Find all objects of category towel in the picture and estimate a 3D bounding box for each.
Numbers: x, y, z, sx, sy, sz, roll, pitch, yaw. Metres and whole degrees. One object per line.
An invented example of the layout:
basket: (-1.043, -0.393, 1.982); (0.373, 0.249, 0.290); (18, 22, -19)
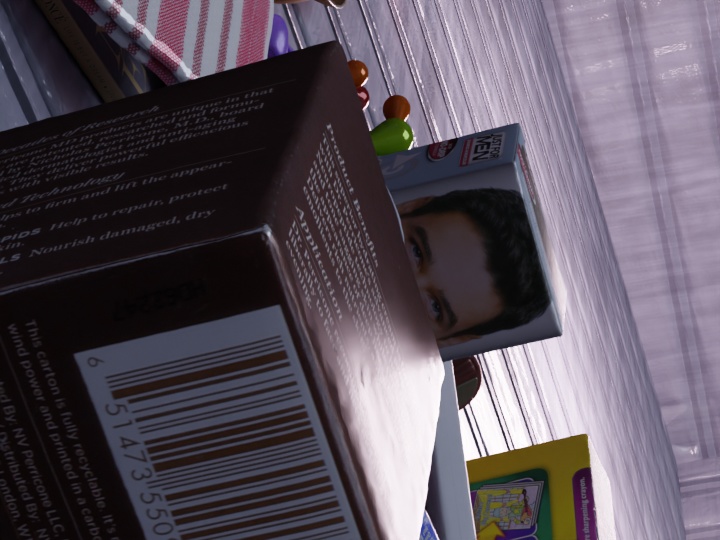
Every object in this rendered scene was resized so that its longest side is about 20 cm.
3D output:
towel: (-0.114, -0.165, 0.939); (0.200, 0.030, 0.147); (41, 36, -34)

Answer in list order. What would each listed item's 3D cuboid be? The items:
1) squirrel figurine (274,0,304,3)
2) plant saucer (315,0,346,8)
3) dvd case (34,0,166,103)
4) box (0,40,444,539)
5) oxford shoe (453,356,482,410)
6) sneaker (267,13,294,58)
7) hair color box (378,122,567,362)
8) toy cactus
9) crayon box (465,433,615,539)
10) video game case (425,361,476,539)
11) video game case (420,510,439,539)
squirrel figurine: (-0.041, -0.268, 1.271); (0.200, 0.140, 0.188); (-21, 104, -73)
plant saucer: (-0.052, -0.294, 1.476); (0.200, 0.032, 0.202); (-13, 90, -77)
dvd case: (-0.137, -0.164, 1.004); (0.200, 0.016, 0.150); (59, 22, -53)
box: (-0.071, 0.035, 0.756); (0.200, 0.163, 0.167); (-75, 149, -65)
oxford shoe: (0.026, 0.022, 1.473); (0.075, 0.070, 0.201); (49, -14, 54)
sneaker: (-0.055, -0.080, 1.103); (0.200, 0.083, 0.081); (75, 10, -68)
hair color box: (0.000, 0.000, 1.021); (0.061, 0.199, 0.100); (-73, 147, -66)
toy cactus: (-0.035, -0.090, 1.266); (0.165, 0.102, 0.201); (43, 34, -35)
crayon box: (0.071, 0.208, 1.189); (0.201, 0.171, 0.058); (-89, 158, -47)
video game case: (0.012, 0.138, 1.073); (0.201, 0.023, 0.183); (-96, -155, -46)
video game case: (-0.007, 0.235, 0.894); (0.200, 0.045, 0.182); (-54, 140, -30)
